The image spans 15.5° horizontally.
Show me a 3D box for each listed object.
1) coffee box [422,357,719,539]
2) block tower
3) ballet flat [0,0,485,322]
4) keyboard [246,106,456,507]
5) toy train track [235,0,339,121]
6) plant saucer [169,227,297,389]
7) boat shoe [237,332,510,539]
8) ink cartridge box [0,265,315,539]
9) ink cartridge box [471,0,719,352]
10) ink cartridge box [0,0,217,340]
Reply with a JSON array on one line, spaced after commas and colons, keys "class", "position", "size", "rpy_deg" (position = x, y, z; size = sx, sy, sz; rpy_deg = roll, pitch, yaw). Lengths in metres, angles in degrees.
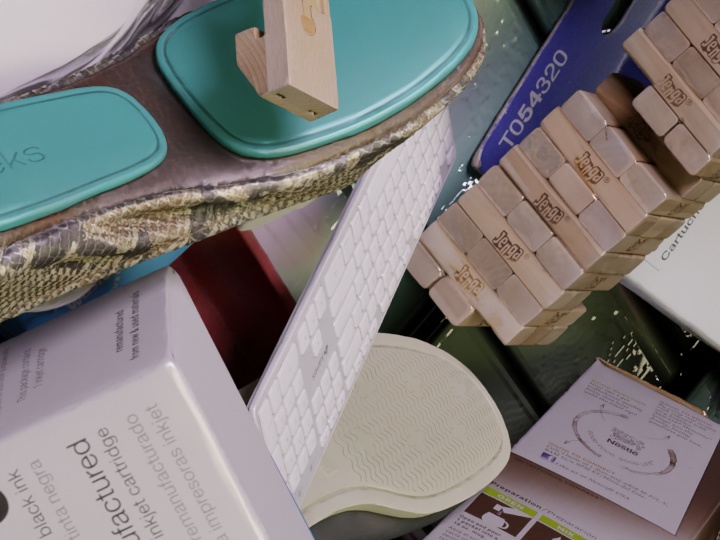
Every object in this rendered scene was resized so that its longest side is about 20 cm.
[{"class": "coffee box", "position": [0.075, 0.128, 1.013], "size": [0.200, 0.080, 0.115], "rpy_deg": [-38, 152, -60]}, {"class": "block tower", "position": [0.109, -0.052, 0.950], "size": [0.200, 0.054, 0.058], "rpy_deg": [-43, 165, 16]}, {"class": "ballet flat", "position": [-0.056, -0.030, 0.752], "size": [0.200, 0.068, 0.075], "rpy_deg": [-24, 153, -28]}, {"class": "keyboard", "position": [0.000, 0.000, 0.892], "size": [0.200, 0.011, 0.056], "rpy_deg": [-65, 158, -45]}, {"class": "toy train track", "position": [-0.033, -0.134, 0.751], "size": [0.115, 0.032, 0.201], "rpy_deg": [24, 54, -51]}, {"class": "plant saucer", "position": [-0.091, 0.089, 0.913], "size": [0.200, 0.037, 0.200], "rpy_deg": [-47, 140, -14]}, {"class": "boat shoe", "position": [-0.026, 0.071, 0.905], "size": [0.200, 0.072, 0.068], "rpy_deg": [-17, 163, -48]}, {"class": "ink cartridge box", "position": [-0.112, 0.112, 0.769], "size": [0.200, 0.084, 0.145], "rpy_deg": [-25, 109, 4]}, {"class": "ink cartridge box", "position": [0.155, -0.079, 1.057], "size": [0.197, 0.043, 0.200], "rpy_deg": [-58, 143, 1]}, {"class": "ink cartridge box", "position": [-0.104, -0.080, 0.762], "size": [0.116, 0.067, 0.200], "rpy_deg": [-43, 139, -16]}]
